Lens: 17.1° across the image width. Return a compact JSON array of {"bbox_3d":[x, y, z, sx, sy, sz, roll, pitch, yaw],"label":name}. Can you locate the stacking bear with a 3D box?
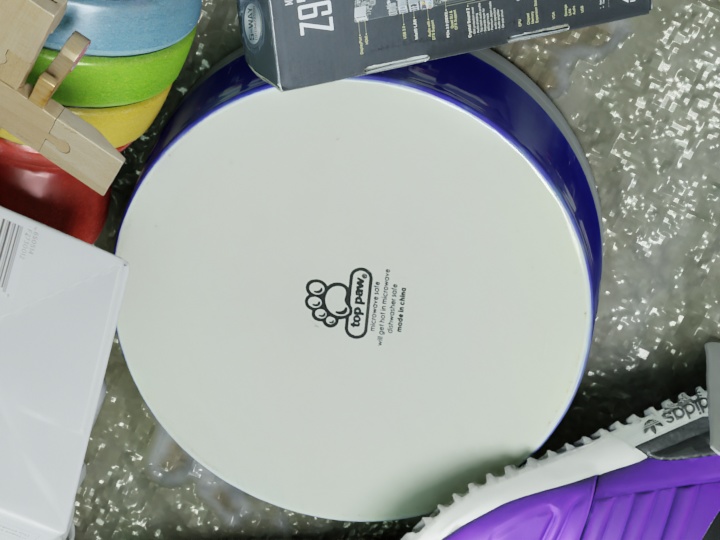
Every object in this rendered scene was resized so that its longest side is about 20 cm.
[{"bbox_3d":[-0.126,-0.089,0.959,0.113,0.122,0.200,21,123,7],"label":"stacking bear"}]

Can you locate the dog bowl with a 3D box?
[{"bbox_3d":[0.000,0.000,0.987,0.199,0.079,0.201,3,113,6],"label":"dog bowl"}]

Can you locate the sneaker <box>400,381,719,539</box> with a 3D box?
[{"bbox_3d":[0.099,0.124,0.971,0.200,0.070,0.100,-24,68,-14],"label":"sneaker"}]

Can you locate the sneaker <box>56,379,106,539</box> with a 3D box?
[{"bbox_3d":[-0.138,0.125,1.066,0.115,0.074,0.200,33,122,-8],"label":"sneaker"}]

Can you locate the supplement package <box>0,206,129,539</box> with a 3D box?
[{"bbox_3d":[-0.195,0.059,0.939,0.121,0.120,0.200,24,147,-23],"label":"supplement package"}]

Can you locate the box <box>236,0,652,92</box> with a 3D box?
[{"bbox_3d":[0.025,-0.181,0.893,0.160,0.044,0.201,-14,112,-17],"label":"box"}]

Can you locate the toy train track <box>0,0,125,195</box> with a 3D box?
[{"bbox_3d":[-0.149,-0.054,0.910,0.115,0.033,0.200,34,140,-4],"label":"toy train track"}]

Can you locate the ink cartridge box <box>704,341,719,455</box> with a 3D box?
[{"bbox_3d":[0.244,0.052,0.957,0.199,0.116,0.068,17,112,0],"label":"ink cartridge box"}]
